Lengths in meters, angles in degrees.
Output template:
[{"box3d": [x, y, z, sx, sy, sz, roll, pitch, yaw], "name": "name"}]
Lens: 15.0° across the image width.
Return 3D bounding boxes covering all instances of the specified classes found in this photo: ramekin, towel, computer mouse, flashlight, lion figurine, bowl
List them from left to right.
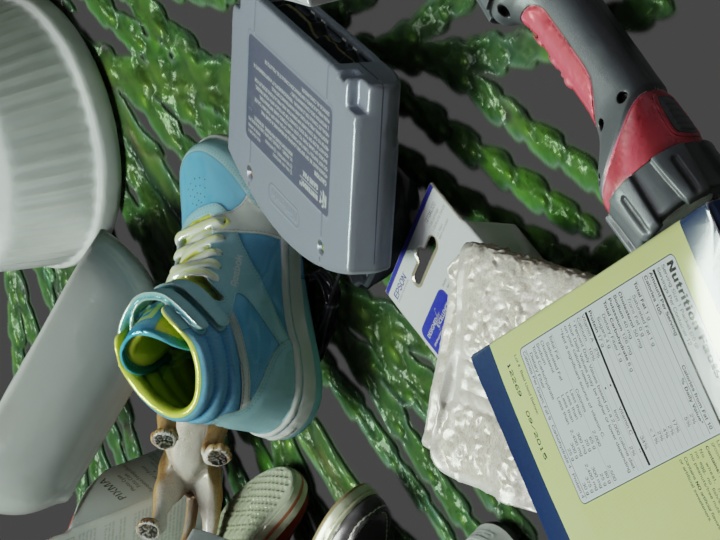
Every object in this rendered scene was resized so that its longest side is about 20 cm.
[{"box3d": [-0.258, -0.090, 1.919, 0.202, 0.094, 0.204, 27, 125, 46], "name": "ramekin"}, {"box3d": [-0.193, 0.076, 1.814, 0.074, 0.201, 0.200, 31, 179, -4], "name": "bowl"}, {"box3d": [-0.108, 0.106, 1.788, 0.123, 0.072, 0.201, -86, 13, -50], "name": "lion figurine"}, {"box3d": [0.000, 0.000, 1.654, 0.200, 0.034, 0.059, 122, 138, -57], "name": "computer mouse"}, {"box3d": [0.118, 0.066, 1.452, 0.199, 0.034, 0.134, 15, 100, 39], "name": "towel"}, {"box3d": [0.117, -0.098, 1.411, 0.201, 0.067, 0.068, 56, 167, 25], "name": "flashlight"}]

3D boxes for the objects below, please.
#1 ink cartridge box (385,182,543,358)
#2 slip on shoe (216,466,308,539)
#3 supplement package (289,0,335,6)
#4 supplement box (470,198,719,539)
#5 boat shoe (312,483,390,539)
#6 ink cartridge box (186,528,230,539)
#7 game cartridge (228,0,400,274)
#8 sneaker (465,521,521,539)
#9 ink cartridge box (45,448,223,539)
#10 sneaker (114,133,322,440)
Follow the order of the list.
[{"box3d": [0.092, 0.047, 1.536, 0.200, 0.037, 0.095, 50, 140, 26], "name": "ink cartridge box"}, {"box3d": [-0.076, 0.207, 1.829, 0.074, 0.061, 0.201, -89, 23, -53], "name": "slip on shoe"}, {"box3d": [-0.051, -0.245, 1.543, 0.199, 0.110, 0.157, 17, 118, 50], "name": "supplement package"}, {"box3d": [0.197, 0.040, 1.235, 0.200, 0.199, 0.135, -36, 75, 55], "name": "supplement box"}, {"box3d": [-0.001, 0.226, 1.723, 0.065, 0.072, 0.201, 29, 124, 29], "name": "boat shoe"}, {"box3d": [-0.094, 0.276, 1.757, 0.083, 0.176, 0.201, 17, 128, 11], "name": "ink cartridge box"}, {"box3d": [-0.029, -0.081, 1.609, 0.200, 0.041, 0.134, -133, 46, -56], "name": "game cartridge"}, {"box3d": [0.067, 0.255, 1.613, 0.066, 0.090, 0.202, 3, 107, 55], "name": "sneaker"}, {"box3d": [-0.187, 0.217, 1.860, 0.047, 0.199, 0.161, 37, 132, 39], "name": "ink cartridge box"}, {"box3d": [-0.099, 0.004, 1.671, 0.079, 0.130, 0.201, -32, 65, 38], "name": "sneaker"}]
